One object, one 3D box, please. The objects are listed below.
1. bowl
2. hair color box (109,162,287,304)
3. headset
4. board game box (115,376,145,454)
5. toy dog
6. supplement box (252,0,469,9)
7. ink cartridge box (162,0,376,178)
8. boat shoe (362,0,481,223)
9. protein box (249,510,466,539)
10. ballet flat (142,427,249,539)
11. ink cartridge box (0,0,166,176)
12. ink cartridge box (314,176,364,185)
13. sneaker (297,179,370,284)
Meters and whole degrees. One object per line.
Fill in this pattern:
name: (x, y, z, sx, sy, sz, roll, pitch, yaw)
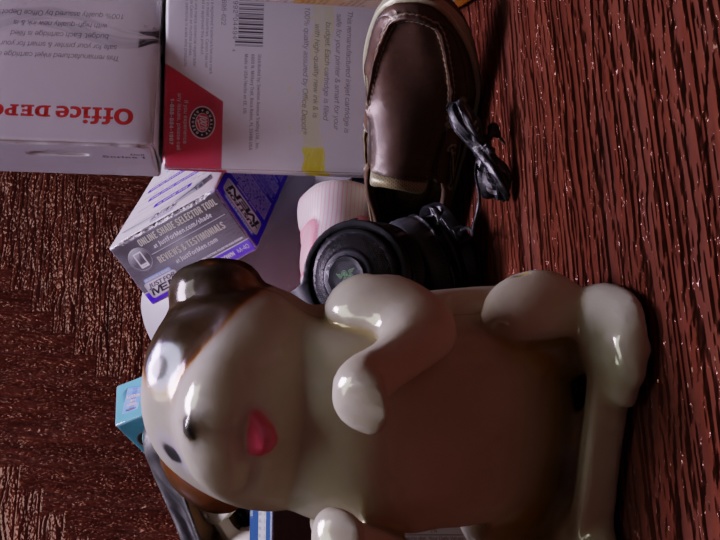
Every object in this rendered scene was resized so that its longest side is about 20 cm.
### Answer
bowl: (-0.098, -0.022, 1.243, 0.199, 0.075, 0.200, -14, 29, 47)
hair color box: (-0.122, -0.066, 1.179, 0.065, 0.109, 0.201, 55, -156, -19)
headset: (0.020, -0.015, 0.854, 0.200, 0.123, 0.095, -38, 73, 43)
board game box: (-0.102, 0.150, 1.270, 0.200, 0.150, 0.047, 53, -159, -42)
toy dog: (0.005, 0.050, 0.617, 0.194, 0.197, 0.141, -104, 18, -63)
supplement box: (-0.026, -0.215, 0.922, 0.126, 0.197, 0.075, -151, 63, -81)
ink cartridge box: (-0.044, -0.143, 1.054, 0.083, 0.197, 0.147, -163, 75, -85)
boat shoe: (0.035, -0.079, 0.889, 0.203, 0.074, 0.075, 84, -163, -49)
protein box: (0.005, 0.156, 0.832, 0.199, 0.133, 0.203, 127, 144, -78)
ballet flat: (-0.110, 0.200, 1.111, 0.068, 0.068, 0.202, -16, 103, 47)
ink cartridge box: (-0.214, -0.175, 1.041, 0.084, 0.144, 0.203, 105, 167, -77)
ink cartridge box: (0.000, -0.128, 1.151, 0.099, 0.039, 0.203, 0, -87, -64)
sneaker: (0.000, 0.000, 1.038, 0.200, 0.074, 0.106, 63, -157, -66)
